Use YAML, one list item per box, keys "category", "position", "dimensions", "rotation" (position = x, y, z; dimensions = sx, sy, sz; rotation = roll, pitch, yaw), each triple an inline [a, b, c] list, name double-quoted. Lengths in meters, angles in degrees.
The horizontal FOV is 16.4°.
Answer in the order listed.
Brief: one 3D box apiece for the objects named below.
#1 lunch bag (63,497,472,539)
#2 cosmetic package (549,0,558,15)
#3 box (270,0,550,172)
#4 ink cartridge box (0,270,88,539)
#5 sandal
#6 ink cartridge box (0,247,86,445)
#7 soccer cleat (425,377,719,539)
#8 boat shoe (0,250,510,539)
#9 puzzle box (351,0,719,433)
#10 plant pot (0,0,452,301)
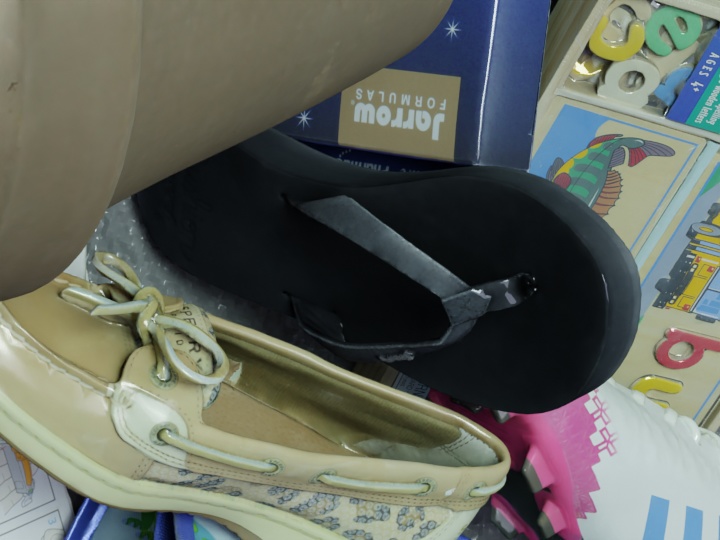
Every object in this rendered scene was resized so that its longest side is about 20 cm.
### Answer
- category: "lunch bag"
  position: [-0.028, 0.157, 0.824]
  dimensions: [0.170, 0.127, 0.201]
  rotation: [32, 58, -27]
- category: "cosmetic package"
  position: [0.141, -0.109, 0.863]
  dimensions: [0.199, 0.103, 0.074]
  rotation: [13, 75, -23]
- category: "box"
  position: [0.011, -0.106, 0.812]
  dimensions: [0.032, 0.121, 0.201]
  rotation: [1, 97, -47]
- category: "ink cartridge box"
  position: [-0.163, 0.100, 0.822]
  dimensions: [0.199, 0.050, 0.162]
  rotation: [-23, 104, -35]
- category: "sandal"
  position: [0.000, 0.001, 0.784]
  dimensions: [0.043, 0.199, 0.077]
  rotation: [-26, 121, -45]
- category: "ink cartridge box"
  position: [-0.155, -0.050, 0.780]
  dimensions: [0.145, 0.048, 0.201]
  rotation: [6, 79, -32]
- category: "soccer cleat"
  position: [0.089, 0.069, 0.865]
  dimensions: [0.086, 0.070, 0.201]
  rotation: [-42, 122, -18]
- category: "boat shoe"
  position: [-0.043, 0.038, 0.763]
  dimensions: [0.199, 0.074, 0.063]
  rotation: [26, 122, -35]
- category: "puzzle box"
  position: [0.095, -0.011, 0.847]
  dimensions: [0.132, 0.026, 0.201]
  rotation: [13, 127, -21]
- category: "plant pot"
  position: [-0.070, -0.101, 0.653]
  dimensions: [0.174, 0.200, 0.202]
  rotation: [-14, 101, -35]
